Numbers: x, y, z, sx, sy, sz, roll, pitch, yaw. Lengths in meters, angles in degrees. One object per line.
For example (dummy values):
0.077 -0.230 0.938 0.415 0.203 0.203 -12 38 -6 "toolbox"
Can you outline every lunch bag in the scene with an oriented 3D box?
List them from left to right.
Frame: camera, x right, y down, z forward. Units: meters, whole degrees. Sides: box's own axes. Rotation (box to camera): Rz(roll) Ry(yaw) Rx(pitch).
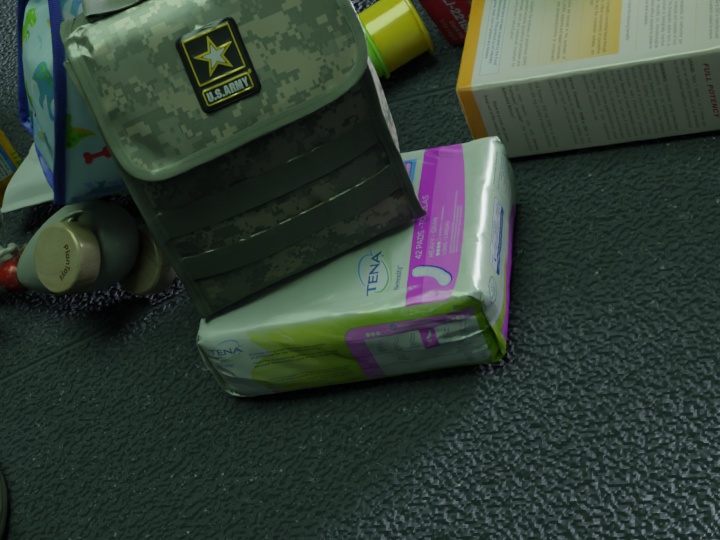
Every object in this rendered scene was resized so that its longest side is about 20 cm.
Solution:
-0.136 -0.160 0.924 0.168 0.202 0.128 -12 48 -23 "lunch bag"
-0.069 -0.097 0.840 0.162 0.201 0.118 -24 40 1 "lunch bag"

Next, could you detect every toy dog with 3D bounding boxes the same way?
-0.229 -0.031 1.016 0.197 0.132 0.098 0 88 17 "toy dog"

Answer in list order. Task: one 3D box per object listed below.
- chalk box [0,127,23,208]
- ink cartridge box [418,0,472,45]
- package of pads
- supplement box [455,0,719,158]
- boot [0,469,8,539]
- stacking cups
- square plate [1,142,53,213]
-0.380 -0.124 1.172 0.123 0.125 0.200 -35 45 -9 "chalk box"
0.143 -0.271 1.050 0.198 0.084 0.146 -12 54 29 "ink cartridge box"
0.000 0.000 0.909 0.197 0.069 0.156 -9 44 20 "package of pads"
0.175 -0.154 0.964 0.197 0.074 0.127 -6 47 22 "supplement box"
-0.282 0.130 0.858 0.073 0.155 0.205 -26 43 0 "boot"
-0.040 -0.140 1.073 0.199 0.061 0.061 -33 43 -1 "stacking cups"
-0.181 -0.135 1.116 0.196 0.029 0.201 -12 36 31 "square plate"
